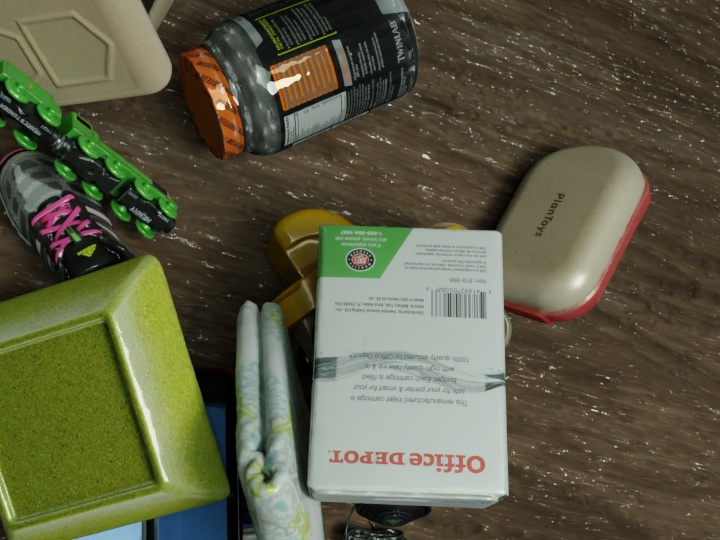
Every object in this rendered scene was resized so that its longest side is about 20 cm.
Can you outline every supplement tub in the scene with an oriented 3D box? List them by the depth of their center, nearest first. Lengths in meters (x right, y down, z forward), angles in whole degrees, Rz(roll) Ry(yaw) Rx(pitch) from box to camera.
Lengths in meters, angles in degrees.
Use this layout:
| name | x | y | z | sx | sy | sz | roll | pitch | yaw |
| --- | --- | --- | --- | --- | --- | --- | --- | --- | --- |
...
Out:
| name | x | y | z | sx | sy | sz | roll | pitch | yaw |
| --- | --- | --- | --- | --- | --- | --- | --- | --- | --- |
| supplement tub | -0.056 | -0.182 | 0.794 | 0.198 | 0.122 | 0.124 | -25 | 94 | -19 |

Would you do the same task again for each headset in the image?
| name | x | y | z | sx | sy | sz | roll | pitch | yaw |
| --- | --- | --- | --- | --- | --- | --- | --- | --- | --- |
| headset | 0.034 | 0.176 | 0.781 | 0.093 | 0.124 | 0.202 | 14 | 119 | -19 |

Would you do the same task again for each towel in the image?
| name | x | y | z | sx | sy | sz | roll | pitch | yaw |
| --- | --- | --- | --- | --- | --- | --- | --- | --- | --- |
| towel | -0.066 | 0.147 | 0.704 | 0.047 | 0.201 | 0.173 | -11 | 130 | 0 |

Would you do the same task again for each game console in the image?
| name | x | y | z | sx | sy | sz | roll | pitch | yaw |
| --- | --- | --- | --- | --- | --- | --- | --- | --- | --- |
| game console | -0.191 | 0.183 | 0.721 | 0.169 | 0.118 | 0.204 | 0 | 85 | -19 |

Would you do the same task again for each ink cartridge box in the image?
| name | x | y | z | sx | sy | sz | roll | pitch | yaw |
| --- | --- | --- | --- | --- | --- | --- | --- | --- | --- |
| ink cartridge box | 0.034 | 0.075 | 0.673 | 0.144 | 0.083 | 0.203 | 3 | 69 | 0 |

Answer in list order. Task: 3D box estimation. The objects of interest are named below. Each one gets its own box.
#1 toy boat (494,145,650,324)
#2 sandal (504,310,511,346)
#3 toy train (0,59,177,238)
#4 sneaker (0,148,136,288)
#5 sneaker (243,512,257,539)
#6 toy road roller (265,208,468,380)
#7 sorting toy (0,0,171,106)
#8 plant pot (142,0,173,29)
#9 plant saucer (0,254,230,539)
| name | x | y | z | sx | sy | sz | roll | pitch | yaw |
| --- | --- | --- | --- | --- | --- | --- | --- | --- | --- |
| toy boat | 0.218 | -0.024 | 0.892 | 0.201 | 0.129 | 0.131 | -57 | 136 | -17 |
| sandal | 0.072 | 0.099 | 0.850 | 0.199 | 0.054 | 0.081 | -38 | 97 | -11 |
| toy train | -0.228 | -0.097 | 0.729 | 0.042 | 0.057 | 0.200 | -37 | 132 | 13 |
| sneaker | -0.233 | -0.019 | 0.738 | 0.073 | 0.087 | 0.202 | -33 | 97 | -18 |
| sneaker | -0.042 | 0.272 | 0.785 | 0.197 | 0.081 | 0.149 | 10 | 87 | -13 |
| toy road roller | 0.000 | 0.000 | 0.804 | 0.198 | 0.123 | 0.147 | -32 | 85 | -18 |
| sorting toy | -0.266 | -0.204 | 0.673 | 0.196 | 0.186 | 0.037 | -7 | 49 | 12 |
| plant pot | -0.207 | -0.319 | 0.725 | 0.199 | 0.199 | 0.178 | 39 | 61 | -12 |
| plant saucer | -0.224 | 0.112 | 0.682 | 0.197 | 0.048 | 0.203 | -17 | 93 | 11 |
